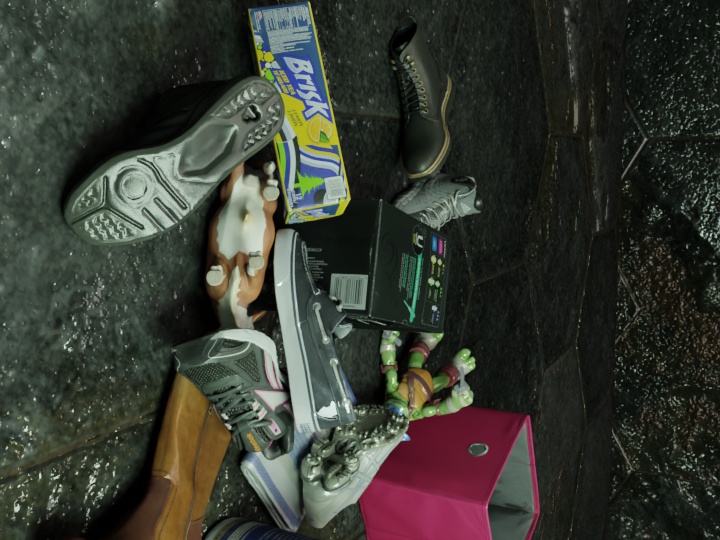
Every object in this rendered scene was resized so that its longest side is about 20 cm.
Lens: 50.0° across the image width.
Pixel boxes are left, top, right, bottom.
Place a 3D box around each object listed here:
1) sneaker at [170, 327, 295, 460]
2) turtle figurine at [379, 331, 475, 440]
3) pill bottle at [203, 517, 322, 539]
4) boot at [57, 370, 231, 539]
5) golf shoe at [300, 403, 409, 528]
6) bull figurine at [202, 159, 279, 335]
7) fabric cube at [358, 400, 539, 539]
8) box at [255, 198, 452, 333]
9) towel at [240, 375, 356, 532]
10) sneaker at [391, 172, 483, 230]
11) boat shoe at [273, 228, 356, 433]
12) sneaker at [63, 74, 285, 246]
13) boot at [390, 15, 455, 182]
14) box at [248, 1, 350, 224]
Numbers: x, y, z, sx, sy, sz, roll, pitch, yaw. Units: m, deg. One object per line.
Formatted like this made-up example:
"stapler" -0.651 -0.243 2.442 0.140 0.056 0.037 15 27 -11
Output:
"sneaker" -0.101 0.120 0.714 0.200 0.080 0.087 48 27 -56
"turtle figurine" 0.101 0.130 1.094 0.194 0.143 0.202 -35 127 -59
"pill bottle" -0.062 0.319 0.758 0.111 0.198 0.112 -11 103 -60
"boot" -0.175 0.181 0.672 0.188 0.068 0.202 47 52 -53
"golf shoe" -0.011 0.235 0.947 0.200 0.078 0.098 -25 131 -52
"bull figurine" -0.115 -0.019 0.739 0.121 0.064 0.202 133 -39 -73
"fabric cube" 0.132 0.325 1.116 0.196 0.198 0.202 -45 131 -49
"box" 0.000 0.000 0.885 0.200 0.147 0.126 18 77 -61
"towel" -0.068 0.190 0.914 0.201 0.024 0.148 -61 143 -38
"sneaker" 0.116 -0.088 1.121 0.200 0.115 0.075 -57 140 -42
"boat shoe" -0.042 0.052 0.750 0.072 0.067 0.202 75 5 -71
"sneaker" -0.164 -0.096 0.656 0.199 0.114 0.076 -43 118 -15
"boot" 0.071 -0.238 1.078 0.138 0.077 0.201 51 37 -46
"box" -0.062 -0.153 0.762 0.070 0.064 0.202 139 -60 -80
